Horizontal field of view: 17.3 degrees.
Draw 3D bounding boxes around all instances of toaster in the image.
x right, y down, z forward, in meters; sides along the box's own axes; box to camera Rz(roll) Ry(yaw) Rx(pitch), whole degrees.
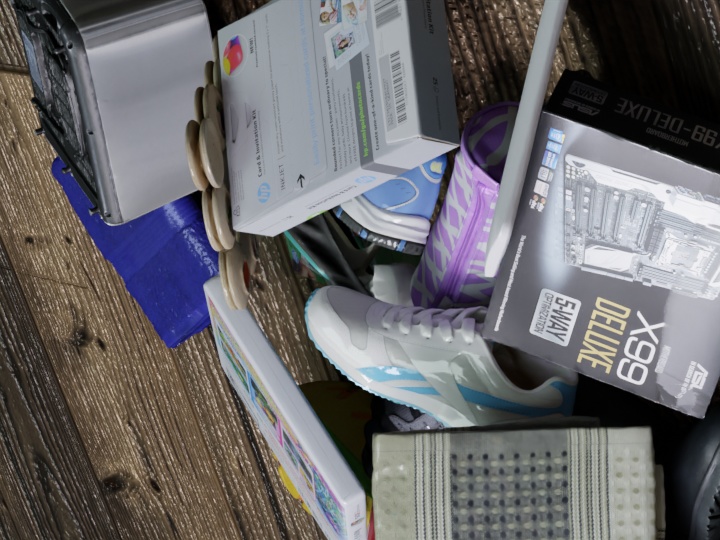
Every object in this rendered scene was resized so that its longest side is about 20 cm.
[{"bbox_3d":[-0.194,-0.166,1.835,0.181,0.118,0.200,48,153,51],"label":"toaster"}]

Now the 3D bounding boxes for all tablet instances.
[{"bbox_3d":[0.104,-0.102,1.443,0.014,0.201,0.130,14,169,2],"label":"tablet"}]

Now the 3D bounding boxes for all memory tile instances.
[{"bbox_3d":[-0.093,-0.076,1.734,0.017,0.200,0.154,-8,118,10],"label":"memory tile"}]

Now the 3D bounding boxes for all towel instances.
[{"bbox_3d":[0.106,0.197,1.564,0.035,0.192,0.201,-11,-81,-83],"label":"towel"},{"bbox_3d":[-0.178,-0.043,2.047,0.200,0.050,0.148,56,142,3],"label":"towel"}]

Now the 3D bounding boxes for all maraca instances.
[{"bbox_3d":[0.001,0.163,1.906,0.200,0.107,0.137,45,180,37],"label":"maraca"}]

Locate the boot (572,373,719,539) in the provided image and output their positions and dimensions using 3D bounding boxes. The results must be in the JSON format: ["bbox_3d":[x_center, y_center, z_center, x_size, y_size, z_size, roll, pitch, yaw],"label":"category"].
[{"bbox_3d":[0.194,0.115,1.628,0.168,0.076,0.200,38,151,22],"label":"boot"}]

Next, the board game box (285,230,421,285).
[{"bbox_3d":[-0.020,-0.071,1.808,0.134,0.029,0.200,20,133,44],"label":"board game box"}]

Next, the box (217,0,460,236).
[{"bbox_3d":[-0.019,-0.127,1.626,0.200,0.041,0.156,-24,64,43],"label":"box"}]

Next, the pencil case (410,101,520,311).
[{"bbox_3d":[0.086,-0.029,1.643,0.084,0.085,0.200,42,146,20],"label":"pencil case"}]

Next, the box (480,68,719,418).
[{"bbox_3d":[0.173,-0.014,1.493,0.157,0.050,0.200,21,134,8],"label":"box"}]

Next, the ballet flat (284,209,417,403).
[{"bbox_3d":[0.000,0.000,1.744,0.200,0.068,0.068,56,-166,14],"label":"ballet flat"}]

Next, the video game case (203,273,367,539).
[{"bbox_3d":[-0.054,0.116,1.781,0.200,0.024,0.182,57,169,19],"label":"video game case"}]

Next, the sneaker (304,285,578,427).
[{"bbox_3d":[0.057,0.056,1.639,0.200,0.077,0.081,27,120,6],"label":"sneaker"}]

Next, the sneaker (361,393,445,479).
[{"bbox_3d":[0.066,0.116,1.763,0.075,0.114,0.200,20,172,-28],"label":"sneaker"}]

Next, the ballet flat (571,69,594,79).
[{"bbox_3d":[0.168,-0.042,1.549,0.046,0.067,0.200,-3,121,19],"label":"ballet flat"}]

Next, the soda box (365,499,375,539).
[{"bbox_3d":[0.105,0.210,1.746,0.199,0.070,0.063,4,140,8],"label":"soda box"}]

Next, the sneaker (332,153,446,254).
[{"bbox_3d":[-0.002,-0.087,1.689,0.200,0.076,0.077,40,111,43],"label":"sneaker"}]
